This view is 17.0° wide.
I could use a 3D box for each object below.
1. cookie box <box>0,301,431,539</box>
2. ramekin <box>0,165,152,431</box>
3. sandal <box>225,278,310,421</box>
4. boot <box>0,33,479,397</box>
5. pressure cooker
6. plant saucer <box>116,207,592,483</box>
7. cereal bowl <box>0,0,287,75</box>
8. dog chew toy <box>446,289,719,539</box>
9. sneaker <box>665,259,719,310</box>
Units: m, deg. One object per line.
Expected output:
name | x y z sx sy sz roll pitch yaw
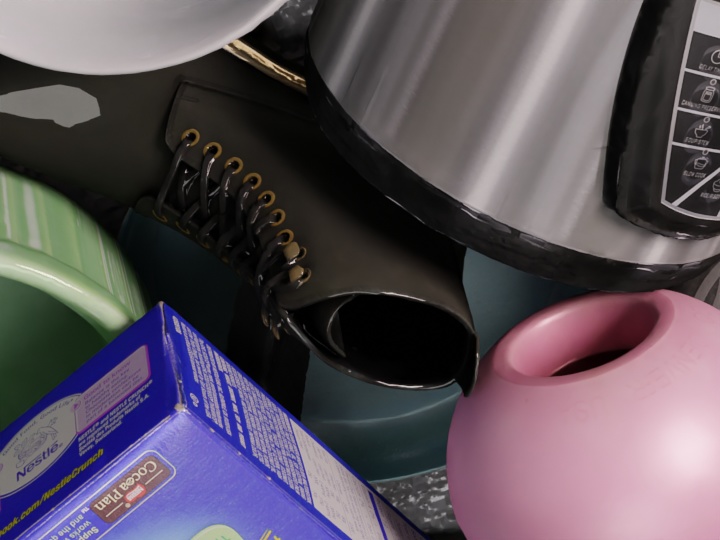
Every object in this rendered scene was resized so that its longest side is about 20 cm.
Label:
cookie box | -0.062 0.137 0.859 0.171 0.075 0.200 -39 120 14
ramekin | -0.161 0.054 0.897 0.199 0.098 0.201 -4 121 -7
sandal | -0.056 0.071 0.960 0.048 0.075 0.201 18 116 12
boot | -0.050 -0.026 0.843 0.199 0.138 0.078 9 122 -10
pressure cooker | 0.087 -0.116 0.808 0.178 0.176 0.200 25 118 -2
plant saucer | 0.000 0.000 0.966 0.199 0.027 0.201 -3 124 -4
cereal bowl | -0.082 -0.170 0.789 0.199 0.083 0.201 8 117 16
dog chew toy | 0.107 0.108 0.854 0.124 0.125 0.200 -18 112 6
sneaker | 0.189 -0.007 0.864 0.199 0.083 0.071 -26 124 19
